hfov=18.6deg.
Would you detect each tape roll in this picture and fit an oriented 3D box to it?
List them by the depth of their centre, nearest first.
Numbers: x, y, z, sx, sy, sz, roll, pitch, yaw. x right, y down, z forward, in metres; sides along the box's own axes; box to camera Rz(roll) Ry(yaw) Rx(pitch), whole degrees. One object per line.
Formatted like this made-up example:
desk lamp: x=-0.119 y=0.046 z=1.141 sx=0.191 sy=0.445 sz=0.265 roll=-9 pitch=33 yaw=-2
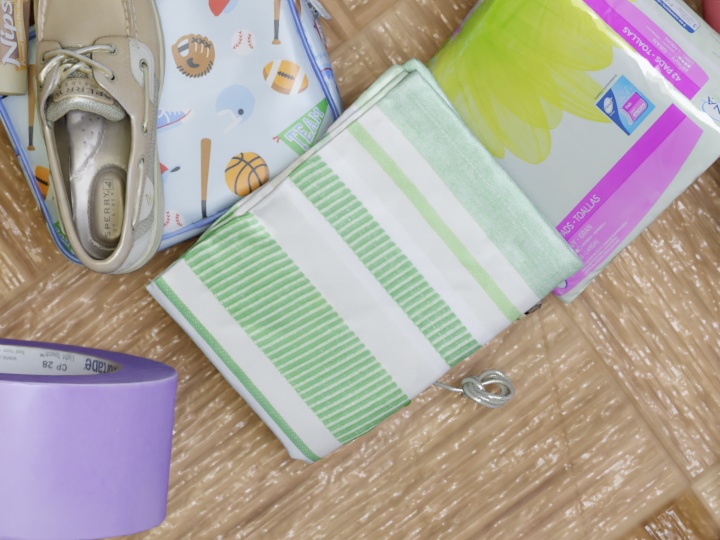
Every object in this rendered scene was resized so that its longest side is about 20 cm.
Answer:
tape roll: x=-0.204 y=0.090 z=1.227 sx=0.198 sy=0.200 sz=0.086 roll=6 pitch=94 yaw=2

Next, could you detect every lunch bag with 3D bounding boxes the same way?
lunch bag: x=-0.106 y=-0.101 z=1.275 sx=0.199 sy=0.076 sz=0.161 roll=-22 pitch=90 yaw=5

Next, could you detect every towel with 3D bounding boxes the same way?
towel: x=0.000 y=0.000 z=1.225 sx=0.200 sy=0.023 sz=0.153 roll=-39 pitch=99 yaw=12

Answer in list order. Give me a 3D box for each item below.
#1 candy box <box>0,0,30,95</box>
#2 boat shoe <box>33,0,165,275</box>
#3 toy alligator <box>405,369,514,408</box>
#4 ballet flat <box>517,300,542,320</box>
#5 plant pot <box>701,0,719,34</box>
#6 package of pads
candy box: x=-0.284 y=-0.162 z=1.255 sx=0.198 sy=0.055 sz=0.117 roll=5 pitch=94 yaw=23
boat shoe: x=-0.146 y=-0.098 z=1.210 sx=0.071 sy=0.065 sz=0.202 roll=-5 pitch=90 yaw=6
toy alligator: x=-0.011 y=0.061 z=1.293 sx=0.198 sy=0.060 sz=0.054 roll=16 pitch=136 yaw=0
ballet flat: x=0.007 y=0.012 z=1.269 sx=0.198 sy=0.067 sz=0.047 roll=8 pitch=77 yaw=-5
plant pot: x=0.277 y=-0.109 z=1.207 sx=0.199 sy=0.200 sz=0.179 roll=-18 pitch=84 yaw=4
package of pads: x=0.111 y=-0.088 z=1.207 sx=0.154 sy=0.200 sz=0.068 roll=43 pitch=54 yaw=3
